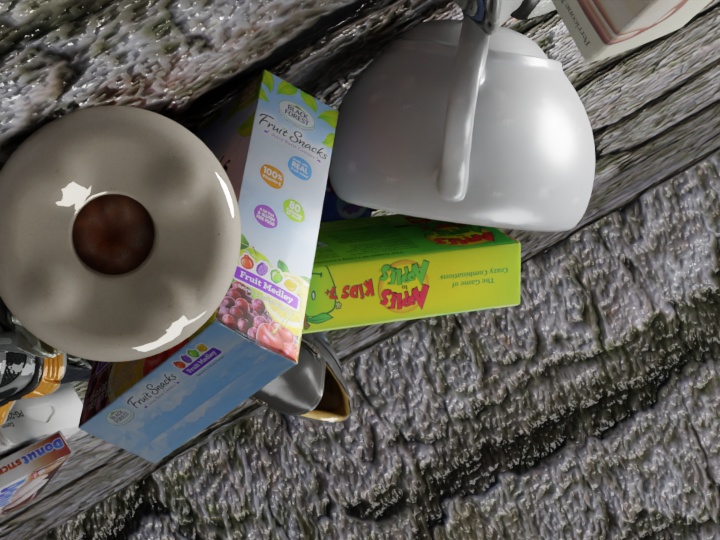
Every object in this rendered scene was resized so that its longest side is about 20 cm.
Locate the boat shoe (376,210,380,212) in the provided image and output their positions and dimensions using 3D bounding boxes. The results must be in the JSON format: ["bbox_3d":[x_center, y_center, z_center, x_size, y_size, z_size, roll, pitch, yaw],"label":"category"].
[{"bbox_3d":[0.044,-0.111,1.590,0.200,0.073,0.065,-36,160,21],"label":"boat shoe"}]

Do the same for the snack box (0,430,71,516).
[{"bbox_3d":[-0.296,0.181,1.747,0.072,0.024,0.200,-26,172,-23],"label":"snack box"}]

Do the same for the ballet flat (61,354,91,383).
[{"bbox_3d":[-0.221,0.057,1.706,0.073,0.073,0.200,-32,170,23],"label":"ballet flat"}]

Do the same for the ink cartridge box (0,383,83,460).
[{"bbox_3d":[-0.352,0.149,1.752,0.200,0.085,0.145,-32,173,22],"label":"ink cartridge box"}]

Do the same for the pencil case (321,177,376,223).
[{"bbox_3d":[-0.085,-0.033,1.488,0.199,0.087,0.078,-23,-168,-15],"label":"pencil case"}]

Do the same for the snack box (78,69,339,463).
[{"bbox_3d":[-0.097,-0.002,1.312,0.169,0.068,0.201,-37,-146,43],"label":"snack box"}]

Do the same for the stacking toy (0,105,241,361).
[{"bbox_3d":[-0.151,-0.033,1.250,0.146,0.147,0.200,-29,-168,-3],"label":"stacking toy"}]

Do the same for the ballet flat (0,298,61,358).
[{"bbox_3d":[-0.226,0.024,1.439,0.068,0.069,0.200,-29,173,-6],"label":"ballet flat"}]

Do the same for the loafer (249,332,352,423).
[{"bbox_3d":[-0.052,0.070,1.499,0.073,0.072,0.200,-44,162,10],"label":"loafer"}]

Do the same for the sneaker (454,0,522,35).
[{"bbox_3d":[0.095,-0.202,1.181,0.087,0.075,0.200,-40,-179,-9],"label":"sneaker"}]

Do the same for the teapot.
[{"bbox_3d":[0.073,-0.109,1.399,0.197,0.147,0.200,2,-171,-40],"label":"teapot"}]

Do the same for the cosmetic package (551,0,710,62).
[{"bbox_3d":[0.189,-0.219,1.239,0.087,0.104,0.200,-24,169,-27],"label":"cosmetic package"}]

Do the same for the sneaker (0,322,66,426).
[{"bbox_3d":[-0.300,0.080,1.574,0.077,0.079,0.200,5,154,-36],"label":"sneaker"}]

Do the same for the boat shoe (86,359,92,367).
[{"bbox_3d":[-0.110,0.049,1.560,0.199,0.069,0.084,-15,-157,-18],"label":"boat shoe"}]

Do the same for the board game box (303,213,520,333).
[{"bbox_3d":[0.000,0.000,1.430,0.199,0.048,0.102,-7,-161,-19],"label":"board game box"}]

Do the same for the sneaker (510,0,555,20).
[{"bbox_3d":[0.189,-0.206,1.392,0.199,0.088,0.076,-26,174,-12],"label":"sneaker"}]
